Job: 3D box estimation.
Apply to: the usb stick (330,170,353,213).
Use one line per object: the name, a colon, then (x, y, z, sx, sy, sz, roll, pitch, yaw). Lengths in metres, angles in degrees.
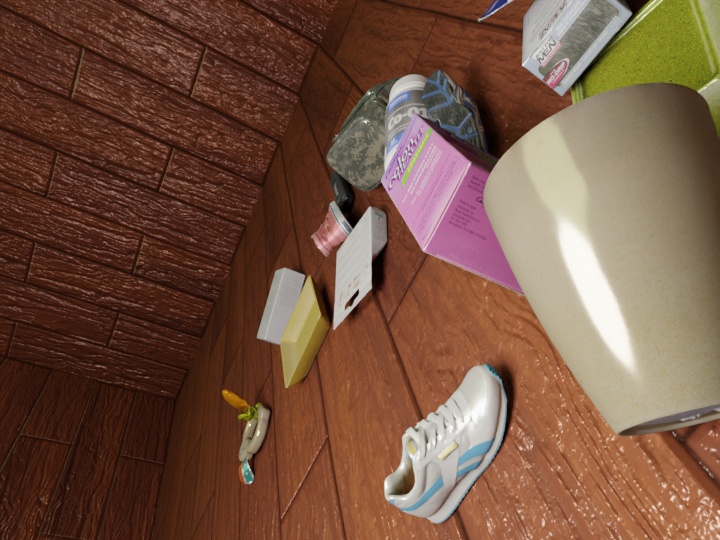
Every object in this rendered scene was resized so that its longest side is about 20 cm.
usb stick: (-0.051, -0.213, 1.383, 0.057, 0.032, 0.202, -60, 24, 23)

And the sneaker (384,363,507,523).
sneaker: (0.097, 0.196, 0.599, 0.205, 0.078, 0.077, -65, 20, 12)

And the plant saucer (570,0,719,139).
plant saucer: (0.279, -0.180, 0.509, 0.199, 0.046, 0.207, -41, 36, 52)

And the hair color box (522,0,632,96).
hair color box: (0.242, -0.296, 0.609, 0.100, 0.059, 0.203, -52, 10, 40)

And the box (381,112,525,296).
box: (0.135, -0.077, 0.606, 0.099, 0.171, 0.202, -61, 23, 20)

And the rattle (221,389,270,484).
rattle: (-0.320, 0.439, 1.369, 0.128, 0.141, 0.206, 14, 78, 50)

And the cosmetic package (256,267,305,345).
cosmetic package: (-0.227, 0.104, 1.500, 0.101, 0.069, 0.208, -11, 62, 66)

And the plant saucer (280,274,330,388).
plant saucer: (-0.129, 0.146, 1.251, 0.205, 0.047, 0.201, -64, 21, 18)

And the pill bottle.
pill bottle: (0.097, -0.246, 0.932, 0.114, 0.110, 0.206, -47, 32, 45)

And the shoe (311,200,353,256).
shoe: (-0.070, -0.097, 1.218, 0.090, 0.072, 0.201, -38, 18, 4)

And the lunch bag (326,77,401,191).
lunch bag: (0.034, -0.293, 1.115, 0.199, 0.138, 0.171, -33, 26, 57)

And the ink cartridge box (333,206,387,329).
ink cartridge box: (0.000, 0.000, 1.062, 0.162, 0.049, 0.206, -49, 32, 44)

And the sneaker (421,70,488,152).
sneaker: (0.163, -0.226, 0.815, 0.076, 0.075, 0.206, -42, 52, 43)

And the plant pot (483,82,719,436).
plant pot: (0.203, 0.008, 0.395, 0.187, 0.181, 0.207, -43, 47, 49)

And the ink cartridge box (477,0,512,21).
ink cartridge box: (0.243, -0.405, 0.633, 0.196, 0.041, 0.202, -16, 33, 45)
